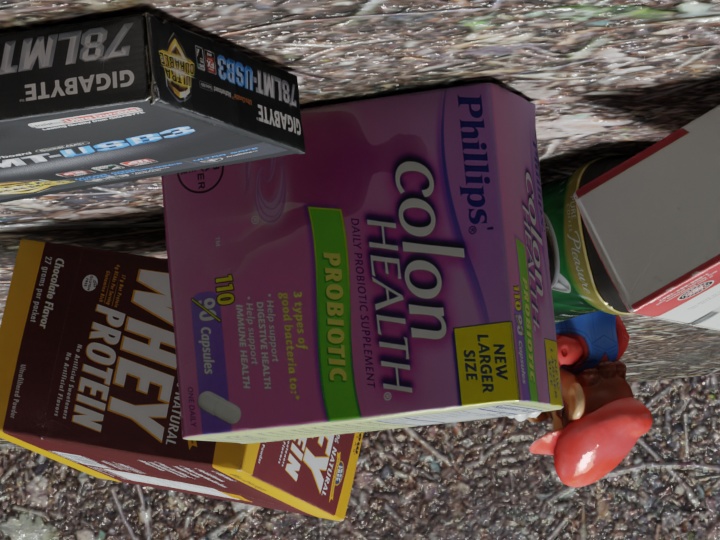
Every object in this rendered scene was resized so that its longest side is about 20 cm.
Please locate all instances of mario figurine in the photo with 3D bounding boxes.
[{"bbox_3d":[0.137,0.053,2.043,0.123,0.201,0.106,-2,172,-18],"label":"mario figurine"}]

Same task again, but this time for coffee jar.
[{"bbox_3d":[0.134,-0.014,1.900,0.085,0.105,0.200,-8,177,-39],"label":"coffee jar"}]

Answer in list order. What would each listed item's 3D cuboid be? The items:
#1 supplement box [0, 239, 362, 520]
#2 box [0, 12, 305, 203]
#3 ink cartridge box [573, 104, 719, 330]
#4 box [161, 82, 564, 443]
[{"bbox_3d":[-0.120,0.077,2.007,0.199,0.133,0.197,8,169,22],"label":"supplement box"},{"bbox_3d":[-0.153,-0.077,1.442,0.199,0.050,0.198,-8,173,18],"label":"box"},{"bbox_3d":[0.232,-0.036,1.707,0.147,0.083,0.200,-31,164,18],"label":"ink cartridge box"},{"bbox_3d":[0.000,0.000,1.628,0.199,0.177,0.097,-7,173,17],"label":"box"}]
